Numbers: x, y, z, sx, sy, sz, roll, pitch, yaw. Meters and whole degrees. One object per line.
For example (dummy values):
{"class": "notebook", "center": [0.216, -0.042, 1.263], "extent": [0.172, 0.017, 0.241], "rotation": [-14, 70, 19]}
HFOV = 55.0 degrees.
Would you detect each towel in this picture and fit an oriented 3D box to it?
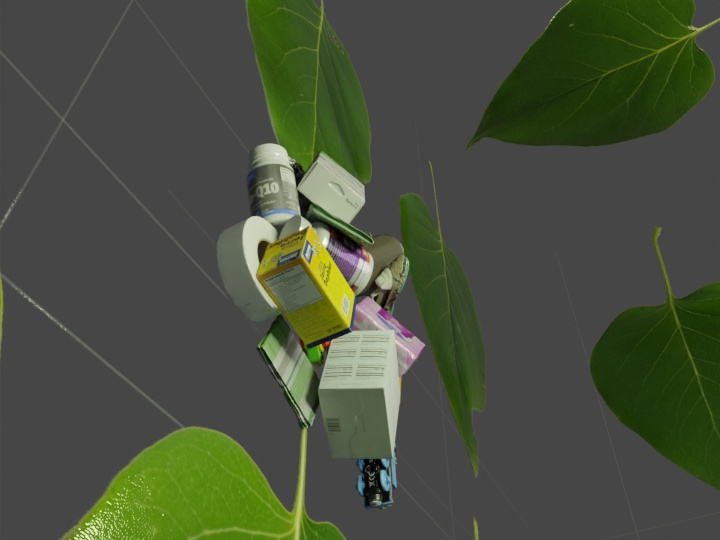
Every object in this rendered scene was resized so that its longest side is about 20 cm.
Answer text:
{"class": "towel", "center": [-0.144, 0.209, 1.435], "extent": [0.203, 0.030, 0.150], "rotation": [62, 18, -15]}
{"class": "towel", "center": [-0.051, -0.094, 1.508], "extent": [0.150, 0.024, 0.200], "rotation": [31, -6, -7]}

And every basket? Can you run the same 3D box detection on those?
{"class": "basket", "center": [0.000, 0.000, 1.752], "extent": [0.137, 0.180, 0.199], "rotation": [51, 28, 12]}

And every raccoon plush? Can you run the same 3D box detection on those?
{"class": "raccoon plush", "center": [-0.163, -0.175, 1.724], "extent": [0.199, 0.097, 0.134], "rotation": [41, 36, -4]}

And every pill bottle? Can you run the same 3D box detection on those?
{"class": "pill bottle", "center": [-0.076, -0.033, 1.474], "extent": [0.198, 0.111, 0.113], "rotation": [32, 37, -31]}
{"class": "pill bottle", "center": [-0.195, -0.171, 1.538], "extent": [0.113, 0.112, 0.204], "rotation": [36, 38, -57]}

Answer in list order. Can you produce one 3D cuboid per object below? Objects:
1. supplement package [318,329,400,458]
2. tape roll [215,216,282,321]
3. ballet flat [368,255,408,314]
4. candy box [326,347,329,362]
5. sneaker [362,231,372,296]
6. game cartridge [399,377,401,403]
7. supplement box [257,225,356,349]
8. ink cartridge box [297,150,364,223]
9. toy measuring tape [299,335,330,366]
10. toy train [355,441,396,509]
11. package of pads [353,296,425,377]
{"class": "supplement package", "center": [0.003, 0.266, 1.506], "extent": [0.201, 0.143, 0.195], "rotation": [-75, 161, -59]}
{"class": "tape roll", "center": [-0.206, -0.002, 1.403], "extent": [0.204, 0.069, 0.205], "rotation": [54, 24, -38]}
{"class": "ballet flat", "center": [0.061, 0.051, 1.710], "extent": [0.074, 0.203, 0.068], "rotation": [-5, 43, -27]}
{"class": "candy box", "center": [-0.012, 0.219, 1.717], "extent": [0.201, 0.060, 0.139], "rotation": [51, 26, -43]}
{"class": "sneaker", "center": [0.018, -0.007, 2.024], "extent": [0.107, 0.073, 0.204], "rotation": [52, 34, -49]}
{"class": "game cartridge", "center": [0.058, 0.218, 1.767], "extent": [0.178, 0.032, 0.201], "rotation": [60, 19, -22]}
{"class": "supplement box", "center": [-0.102, 0.035, 1.379], "extent": [0.202, 0.107, 0.111], "rotation": [58, 22, -28]}
{"class": "ink cartridge box", "center": [-0.066, -0.194, 1.625], "extent": [0.145, 0.084, 0.200], "rotation": [38, 13, -10]}
{"class": "toy measuring tape", "center": [-0.105, 0.113, 1.524], "extent": [0.074, 0.072, 0.205], "rotation": [-48, 131, -68]}
{"class": "toy train", "center": [0.040, 0.452, 1.593], "extent": [0.115, 0.085, 0.203], "rotation": [57, 22, -45]}
{"class": "package of pads", "center": [0.053, 0.153, 1.651], "extent": [0.199, 0.076, 0.120], "rotation": [40, 19, 7]}
